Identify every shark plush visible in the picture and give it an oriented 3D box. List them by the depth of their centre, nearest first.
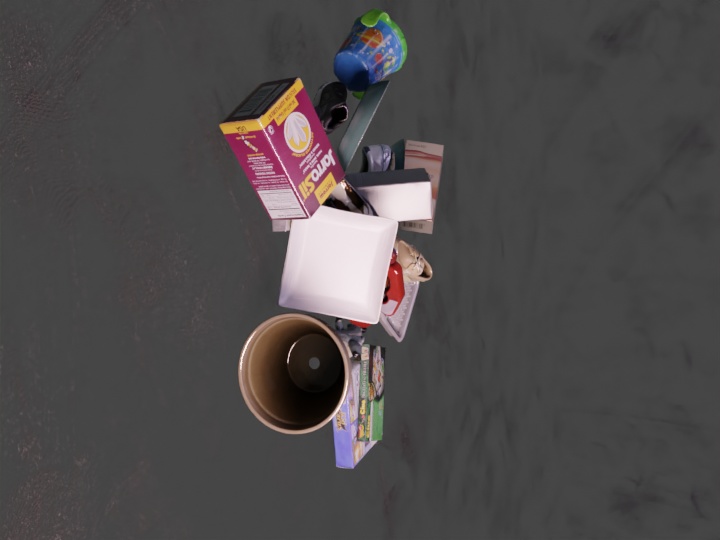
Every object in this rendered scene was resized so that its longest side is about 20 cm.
[{"bbox_3d":[-0.025,0.130,1.709,0.084,0.090,0.200,54,39,-5],"label":"shark plush"}]

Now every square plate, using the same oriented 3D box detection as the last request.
[{"bbox_3d":[-0.044,-0.015,1.509,0.028,0.195,0.203,-120,-139,-77],"label":"square plate"}]

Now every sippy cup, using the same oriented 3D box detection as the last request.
[{"bbox_3d":[0.012,-0.448,1.701,0.131,0.138,0.180,-52,128,-34],"label":"sippy cup"}]

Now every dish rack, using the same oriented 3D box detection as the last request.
[{"bbox_3d":[0.073,0.049,1.781,0.200,0.043,0.175,54,49,-59],"label":"dish rack"}]

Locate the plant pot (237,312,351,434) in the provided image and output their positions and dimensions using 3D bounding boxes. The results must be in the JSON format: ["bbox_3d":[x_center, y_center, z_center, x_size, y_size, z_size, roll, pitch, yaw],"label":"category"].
[{"bbox_3d":[-0.101,0.173,1.445,0.173,0.195,0.205,-2,93,-81],"label":"plant pot"}]

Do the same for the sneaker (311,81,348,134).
[{"bbox_3d":[-0.052,-0.315,1.606,0.201,0.086,0.077,-59,140,-47],"label":"sneaker"}]

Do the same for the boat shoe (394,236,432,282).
[{"bbox_3d":[0.102,-0.021,1.674,0.200,0.064,0.074,44,54,-65],"label":"boat shoe"}]

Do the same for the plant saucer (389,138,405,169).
[{"bbox_3d":[0.071,-0.201,1.851,0.200,0.035,0.205,-175,-90,-87],"label":"plant saucer"}]

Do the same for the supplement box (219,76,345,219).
[{"bbox_3d":[-0.131,-0.205,1.387,0.132,0.102,0.202,-54,131,-35],"label":"supplement box"}]

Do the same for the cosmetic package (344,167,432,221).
[{"bbox_3d":[0.046,-0.151,1.651,0.107,0.195,0.092,-92,-179,-68],"label":"cosmetic package"}]

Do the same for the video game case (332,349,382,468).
[{"bbox_3d":[-0.008,0.297,1.760,0.181,0.044,0.205,-29,117,-66],"label":"video game case"}]

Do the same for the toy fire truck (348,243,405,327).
[{"bbox_3d":[0.000,0.000,1.588,0.113,0.198,0.169,-52,170,-45],"label":"toy fire truck"}]

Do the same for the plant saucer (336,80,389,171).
[{"bbox_3d":[-0.001,-0.299,1.635,0.203,0.035,0.200,-63,-175,9],"label":"plant saucer"}]

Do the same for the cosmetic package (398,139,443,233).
[{"bbox_3d":[0.142,-0.204,1.976,0.087,0.101,0.204,82,16,-71],"label":"cosmetic package"}]

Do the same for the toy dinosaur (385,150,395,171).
[{"bbox_3d":[0.044,-0.149,1.733,0.202,0.087,0.047,-55,-176,-2],"label":"toy dinosaur"}]

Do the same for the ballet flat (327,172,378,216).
[{"bbox_3d":[-0.023,-0.127,1.560,0.201,0.072,0.074,51,43,-22],"label":"ballet flat"}]

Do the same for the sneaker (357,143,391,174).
[{"bbox_3d":[0.017,-0.181,1.789,0.073,0.069,0.205,-134,-133,-63],"label":"sneaker"}]

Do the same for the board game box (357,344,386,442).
[{"bbox_3d":[0.025,0.266,1.754,0.105,0.023,0.205,25,66,-68],"label":"board game box"}]

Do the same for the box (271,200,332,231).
[{"bbox_3d":[-0.108,-0.151,1.559,0.199,0.036,0.148,-8,98,-63],"label":"box"}]
